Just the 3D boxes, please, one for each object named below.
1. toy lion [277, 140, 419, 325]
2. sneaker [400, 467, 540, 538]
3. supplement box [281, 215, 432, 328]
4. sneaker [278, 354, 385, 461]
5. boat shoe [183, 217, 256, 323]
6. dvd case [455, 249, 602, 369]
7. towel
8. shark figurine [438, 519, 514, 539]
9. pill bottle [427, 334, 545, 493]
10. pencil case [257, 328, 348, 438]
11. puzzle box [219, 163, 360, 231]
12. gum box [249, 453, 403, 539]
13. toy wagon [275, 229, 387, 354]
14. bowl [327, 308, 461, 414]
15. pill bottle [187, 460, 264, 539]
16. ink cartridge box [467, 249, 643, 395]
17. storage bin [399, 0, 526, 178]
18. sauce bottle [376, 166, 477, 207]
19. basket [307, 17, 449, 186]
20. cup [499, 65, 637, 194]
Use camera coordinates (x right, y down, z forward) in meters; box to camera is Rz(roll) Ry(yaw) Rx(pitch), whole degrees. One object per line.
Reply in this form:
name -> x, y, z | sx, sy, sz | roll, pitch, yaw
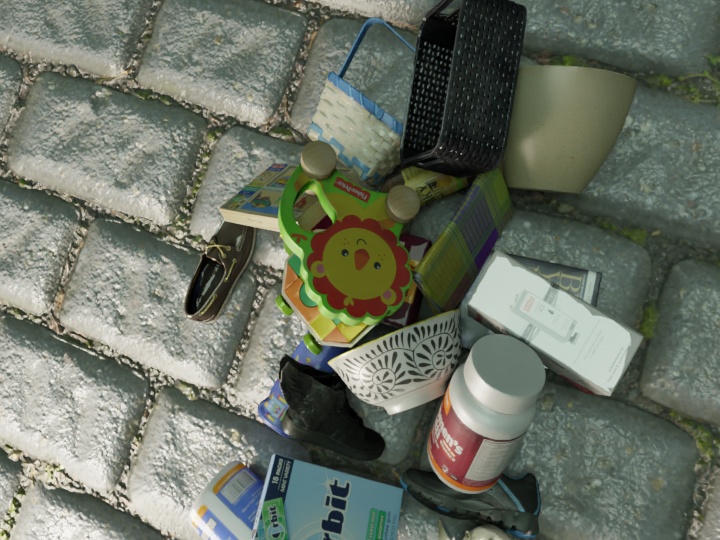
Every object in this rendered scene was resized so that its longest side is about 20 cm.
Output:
toy lion -> -0.019, -0.037, 0.701 | 0.196, 0.069, 0.195 | 27, 67, -4
sneaker -> 0.154, 0.308, 0.778 | 0.194, 0.074, 0.084 | 12, 62, 14
supplement box -> 0.000, 0.000, 0.826 | 0.195, 0.103, 0.135 | 15, 85, 14
sneaker -> -0.036, 0.195, 0.782 | 0.195, 0.060, 0.106 | 21, 101, -19
boat shoe -> -0.231, -0.013, 0.902 | 0.070, 0.059, 0.205 | 22, 88, 15
dvd case -> 0.239, 0.057, 0.809 | 0.194, 0.016, 0.153 | 12, 85, 14
towel -> 0.145, -0.039, 0.764 | 0.023, 0.144, 0.202 | 28, 79, 35
shark figurine -> 0.179, 0.376, 0.738 | 0.087, 0.217, 0.130 | 4, 46, -23
pill bottle -> 0.155, 0.183, 0.696 | 0.106, 0.204, 0.111 | 6, 40, -5
pencil case -> -0.077, 0.148, 0.837 | 0.077, 0.087, 0.203 | 32, 92, -10
puzzle box -> -0.110, -0.113, 0.827 | 0.197, 0.026, 0.133 | 12, 48, 42
gum box -> -0.049, 0.364, 0.750 | 0.195, 0.045, 0.174 | 19, 63, -10
toy wagon -> -0.050, 0.008, 0.763 | 0.155, 0.040, 0.201 | -42, 77, 6
bowl -> 0.061, 0.133, 0.744 | 0.196, 0.201, 0.096 | -23, 78, 9
pill bottle -> -0.147, 0.387, 0.804 | 0.198, 0.112, 0.113 | 37, 91, 14
ink cartridge box -> 0.241, 0.070, 0.722 | 0.197, 0.146, 0.084 | 33, 88, 15
storage bin -> 0.127, -0.234, 0.707 | 0.091, 0.135, 0.206 | 10, 90, -17
sauce bottle -> 0.082, -0.126, 0.846 | 0.196, 0.065, 0.066 | -25, 78, 10
basket -> 0.025, -0.248, 0.829 | 0.176, 0.139, 0.202 | 42, 109, 13
cup -> 0.262, -0.183, 0.757 | 0.194, 0.200, 0.148 | 7, 98, 13
